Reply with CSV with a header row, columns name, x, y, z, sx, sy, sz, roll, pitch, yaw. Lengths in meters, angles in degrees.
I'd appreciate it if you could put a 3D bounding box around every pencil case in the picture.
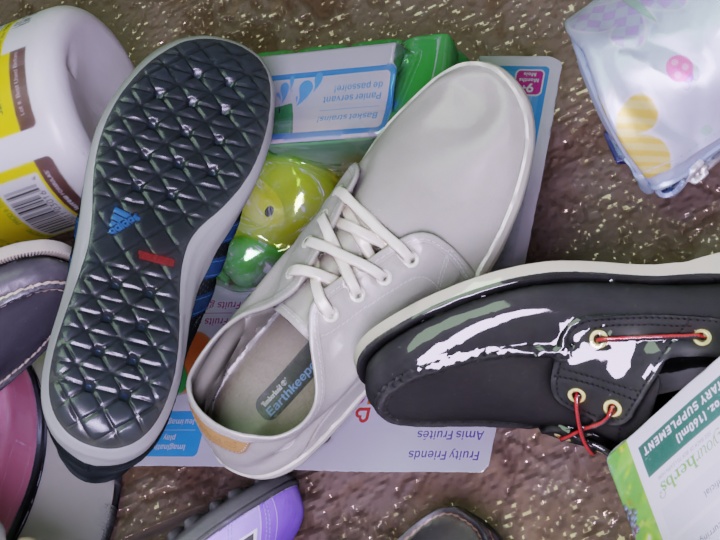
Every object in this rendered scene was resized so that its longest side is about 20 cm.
name,x,y,z,sx,sy,sz,roll,pitch,yaw
pencil case,0.186,-0.112,0.804,0.199,0.083,0.091,-30,54,10

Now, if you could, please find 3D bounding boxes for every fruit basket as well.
name,x,y,z,sx,sy,sz,roll,pitch,yaw
fruit basket,-0.012,-0.008,0.841,0.184,0.094,0.201,-1,57,29

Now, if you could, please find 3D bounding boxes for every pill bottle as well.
name,x,y,z,sx,sy,sz,roll,pitch,yaw
pill bottle,-0.214,-0.057,0.984,0.199,0.109,0.110,-17,53,20

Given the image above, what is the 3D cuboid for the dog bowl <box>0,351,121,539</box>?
name,x,y,z,sx,sy,sz,roll,pitch,yaw
dog bowl,-0.216,0.108,0.902,0.199,0.074,0.202,-15,54,22

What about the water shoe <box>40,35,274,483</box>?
name,x,y,z,sx,sy,sz,roll,pitch,yaw
water shoe,-0.093,-0.008,0.811,0.071,0.079,0.201,21,65,-5

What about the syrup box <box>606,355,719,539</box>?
name,x,y,z,sx,sy,sz,roll,pitch,yaw
syrup box,0.164,0.129,0.646,0.079,0.081,0.201,-48,41,34

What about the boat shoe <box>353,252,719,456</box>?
name,x,y,z,sx,sy,sz,roll,pitch,yaw
boat shoe,0.098,0.037,0.731,0.199,0.074,0.064,-5,57,-3

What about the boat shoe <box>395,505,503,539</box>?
name,x,y,z,sx,sy,sz,roll,pitch,yaw
boat shoe,-0.010,0.173,0.733,0.074,0.073,0.201,25,70,35

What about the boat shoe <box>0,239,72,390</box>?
name,x,y,z,sx,sy,sz,roll,pitch,yaw
boat shoe,-0.190,0.067,0.824,0.200,0.073,0.063,-39,56,9

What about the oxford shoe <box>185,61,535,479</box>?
name,x,y,z,sx,sy,sz,roll,pitch,yaw
oxford shoe,0.000,0.000,0.768,0.075,0.058,0.200,40,94,26

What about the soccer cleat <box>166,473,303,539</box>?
name,x,y,z,sx,sy,sz,roll,pitch,yaw
soccer cleat,-0.087,0.171,0.801,0.073,0.068,0.200,43,78,13

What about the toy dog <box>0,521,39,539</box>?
name,x,y,z,sx,sy,sz,roll,pitch,yaw
toy dog,-0.195,0.147,0.790,0.199,0.132,0.097,-34,28,24
